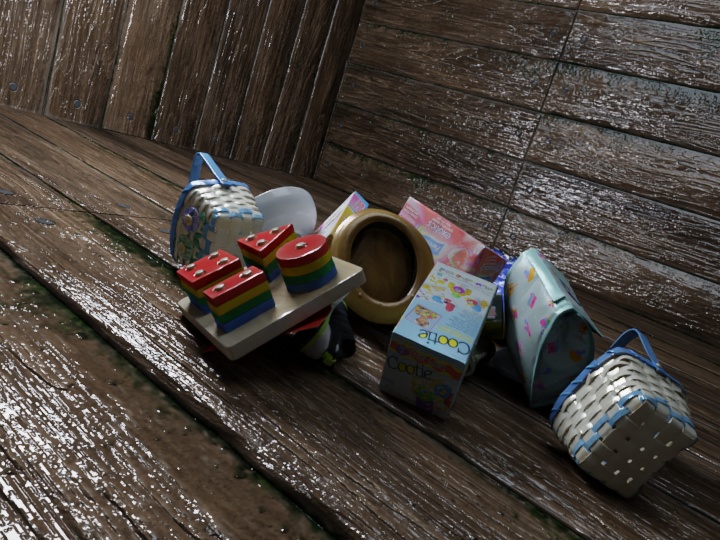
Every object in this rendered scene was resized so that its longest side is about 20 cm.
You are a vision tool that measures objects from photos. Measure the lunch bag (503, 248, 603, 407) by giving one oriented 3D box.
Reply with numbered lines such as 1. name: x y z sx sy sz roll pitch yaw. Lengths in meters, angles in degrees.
1. lunch bag: 0.303 0.086 0.893 0.120 0.203 0.172 -9 35 1

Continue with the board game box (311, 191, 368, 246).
1. board game box: -0.065 -0.054 1.061 0.040 0.153 0.201 42 31 -11

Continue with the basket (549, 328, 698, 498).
1. basket: 0.339 0.186 0.746 0.138 0.177 0.201 31 24 -9

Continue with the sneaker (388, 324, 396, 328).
1. sneaker: 0.084 0.067 1.075 0.074 0.080 0.200 12 14 -27

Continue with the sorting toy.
1. sorting toy: -0.129 0.006 0.724 0.197 0.071 0.199 -30 27 -26

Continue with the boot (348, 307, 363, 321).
1. boot: 0.000 0.000 1.046 0.197 0.070 0.175 -14 47 -23

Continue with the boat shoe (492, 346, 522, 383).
1. boat shoe: 0.331 0.188 0.977 0.197 0.063 0.072 10 47 25

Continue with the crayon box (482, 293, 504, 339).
1. crayon box: 0.195 0.085 0.998 0.124 0.052 0.200 1 -16 16

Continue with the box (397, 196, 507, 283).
1. box: 0.154 -0.039 1.019 0.200 0.095 0.102 40 11 38

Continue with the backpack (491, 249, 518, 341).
1. backpack: 0.320 0.059 1.225 0.162 0.169 0.200 32 4 -43

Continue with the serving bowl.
1. serving bowl: -0.168 -0.072 1.097 0.199 0.200 0.066 2 49 -54

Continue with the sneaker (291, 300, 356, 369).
1. sneaker: -0.044 0.099 0.819 0.083 0.072 0.200 43 14 0

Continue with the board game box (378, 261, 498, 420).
1. board game box: 0.115 0.092 0.791 0.103 0.104 0.200 22 35 15

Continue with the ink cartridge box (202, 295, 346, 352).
1. ink cartridge box: -0.108 0.045 0.752 0.160 0.058 0.200 -14 3 13

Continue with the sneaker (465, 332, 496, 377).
1. sneaker: 0.167 0.145 0.923 0.198 0.068 0.090 18 26 -35

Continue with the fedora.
1. fedora: 0.030 -0.001 0.935 0.197 0.204 0.082 16 -24 -12

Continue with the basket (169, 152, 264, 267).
1. basket: -0.260 -0.088 0.959 0.137 0.179 0.200 0 30 -38
